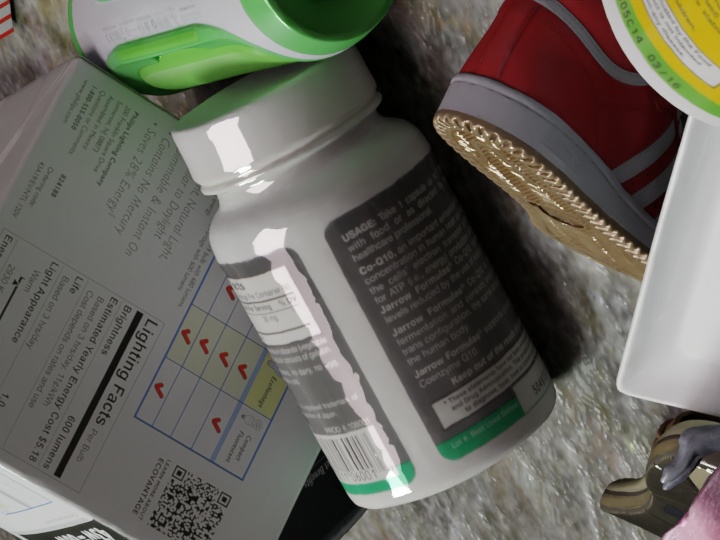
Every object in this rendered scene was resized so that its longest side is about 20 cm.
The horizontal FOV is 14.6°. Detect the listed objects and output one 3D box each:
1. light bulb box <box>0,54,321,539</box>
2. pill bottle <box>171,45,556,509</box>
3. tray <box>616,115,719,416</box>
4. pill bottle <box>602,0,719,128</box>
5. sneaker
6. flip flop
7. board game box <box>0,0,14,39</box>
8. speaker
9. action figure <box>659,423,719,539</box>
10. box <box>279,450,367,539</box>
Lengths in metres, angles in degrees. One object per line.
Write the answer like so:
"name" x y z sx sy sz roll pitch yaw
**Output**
"light bulb box" -0.119 0.037 1.380 0.200 0.198 0.125 32 160 -19
"pill bottle" 0.000 0.000 1.306 0.113 0.113 0.200 -6 114 61
"tray" 0.167 -0.004 1.087 0.107 0.022 0.200 14 144 5
"pill bottle" 0.167 -0.122 0.893 0.111 0.111 0.200 56 154 -1
"sneaker" 0.106 -0.067 1.119 0.071 0.113 0.200 21 171 30
"flip flop" 0.152 0.087 1.202 0.081 0.058 0.200 24 166 7
"board game box" -0.277 -0.231 1.582 0.200 0.046 0.152 40 150 29
"speaker" -0.063 -0.129 1.296 0.200 0.088 0.089 -5 115 60
"action figure" 0.204 0.125 1.008 0.200 0.134 0.149 34 105 23
"box" -0.111 0.084 1.544 0.148 0.104 0.200 -22 102 40
